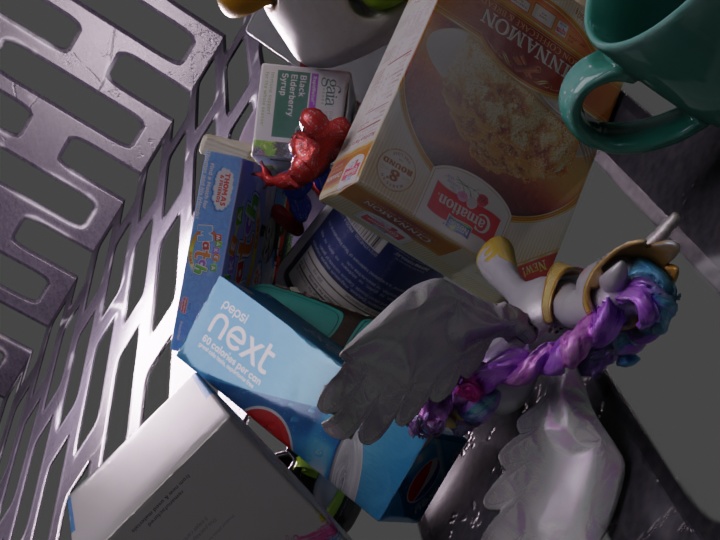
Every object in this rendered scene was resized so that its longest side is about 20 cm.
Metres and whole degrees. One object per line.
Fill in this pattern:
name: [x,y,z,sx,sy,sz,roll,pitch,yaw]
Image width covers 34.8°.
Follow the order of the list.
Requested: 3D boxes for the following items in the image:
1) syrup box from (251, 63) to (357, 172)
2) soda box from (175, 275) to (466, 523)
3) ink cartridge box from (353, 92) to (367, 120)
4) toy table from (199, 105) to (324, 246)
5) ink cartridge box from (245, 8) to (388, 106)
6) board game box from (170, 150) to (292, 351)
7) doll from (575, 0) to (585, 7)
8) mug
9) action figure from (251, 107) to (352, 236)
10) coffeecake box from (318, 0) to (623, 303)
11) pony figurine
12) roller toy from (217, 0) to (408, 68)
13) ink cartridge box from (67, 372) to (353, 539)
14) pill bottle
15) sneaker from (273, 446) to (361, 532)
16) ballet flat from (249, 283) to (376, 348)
syrup box: [-0.046,-0.126,1.046,0.200,0.080,0.080,39,-123,-87]
soda box: [-0.030,0.086,0.781,0.199,0.064,0.068,34,95,30]
ink cartridge box: [0.062,-0.210,1.091,0.200,0.043,0.200,-59,-1,2]
toy table: [-0.075,-0.106,1.219,0.117,0.180,0.204,-83,1,-78]
ink cartridge box: [-0.008,-0.271,1.211,0.146,0.144,0.200,-57,-2,13]
board game box: [-0.098,-0.011,0.959,0.200,0.036,0.154,2,-81,-79]
doll: [0.145,-0.211,0.961,0.138,0.048,0.200,-61,18,1]
mug: [0.202,-0.147,0.617,0.185,0.113,0.154,-31,35,57]
action figure: [-0.040,-0.078,0.858,0.065,0.052,0.200,-43,-3,-14]
coffeecake box: [0.084,-0.103,0.797,0.073,0.152,0.202,-16,48,66]
pony figurine: [0.078,0.051,0.623,0.194,0.166,0.200,-49,9,-12]
roller toy: [-0.009,-0.268,0.932,0.198,0.141,0.183,-15,30,39]
ink cartridge box: [-0.076,0.191,0.749,0.125,0.200,0.128,-44,18,-8]
pill bottle: [0.000,0.000,0.932,0.201,0.110,0.112,-50,21,27]
sneaker: [-0.069,0.172,0.903,0.200,0.082,0.073,-36,29,51]
ballet flat: [-0.009,0.066,0.855,0.198,0.064,0.076,26,60,30]
